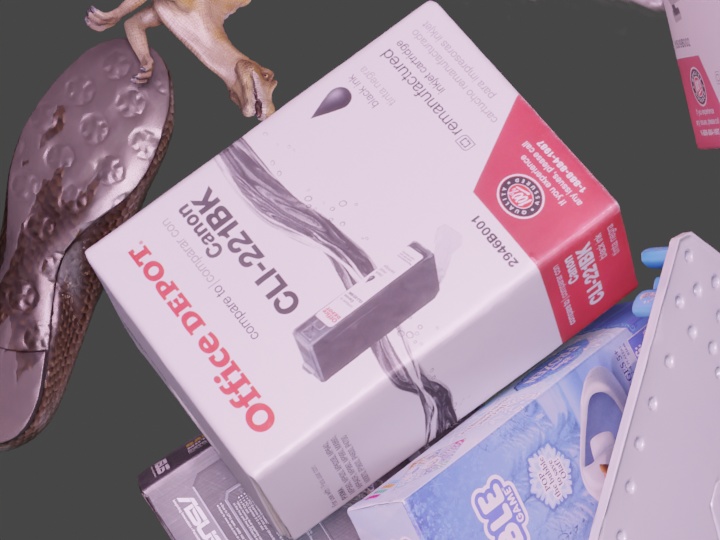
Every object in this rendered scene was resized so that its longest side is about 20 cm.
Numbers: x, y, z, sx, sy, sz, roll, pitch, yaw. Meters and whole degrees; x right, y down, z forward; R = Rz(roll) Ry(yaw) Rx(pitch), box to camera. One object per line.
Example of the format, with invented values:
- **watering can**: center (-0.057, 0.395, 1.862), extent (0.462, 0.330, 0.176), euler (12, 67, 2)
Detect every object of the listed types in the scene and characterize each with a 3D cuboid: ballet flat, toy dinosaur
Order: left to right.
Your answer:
- **ballet flat**: center (-0.136, -0.011, 1.117), extent (0.067, 0.046, 0.200), euler (17, 85, 14)
- **toy dinosaur**: center (-0.092, -0.157, 1.112), extent (0.101, 0.058, 0.201), euler (-5, 79, -28)

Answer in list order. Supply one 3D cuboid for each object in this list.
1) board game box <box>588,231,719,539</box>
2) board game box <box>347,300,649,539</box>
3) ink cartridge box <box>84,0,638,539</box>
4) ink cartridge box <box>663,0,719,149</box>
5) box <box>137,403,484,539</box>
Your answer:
- **board game box**: center (0.171, 0.115, 1.091), extent (0.200, 0.026, 0.200), euler (34, 64, -37)
- **board game box**: center (0.111, 0.144, 1.092), extent (0.199, 0.043, 0.200), euler (-34, 103, -39)
- **ink cartridge box**: center (0.000, 0.000, 1.076), extent (0.200, 0.084, 0.144), euler (-37, 62, -6)
- **ink cartridge box**: center (0.184, -0.161, 1.092), extent (0.083, 0.147, 0.201), euler (-15, 94, -6)
- **box**: center (0.013, 0.139, 1.136), extent (0.158, 0.048, 0.200), euler (-34, 96, -6)
